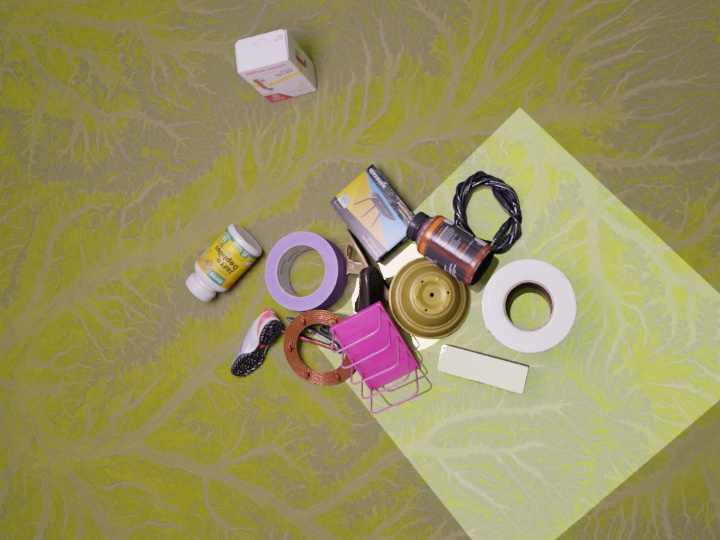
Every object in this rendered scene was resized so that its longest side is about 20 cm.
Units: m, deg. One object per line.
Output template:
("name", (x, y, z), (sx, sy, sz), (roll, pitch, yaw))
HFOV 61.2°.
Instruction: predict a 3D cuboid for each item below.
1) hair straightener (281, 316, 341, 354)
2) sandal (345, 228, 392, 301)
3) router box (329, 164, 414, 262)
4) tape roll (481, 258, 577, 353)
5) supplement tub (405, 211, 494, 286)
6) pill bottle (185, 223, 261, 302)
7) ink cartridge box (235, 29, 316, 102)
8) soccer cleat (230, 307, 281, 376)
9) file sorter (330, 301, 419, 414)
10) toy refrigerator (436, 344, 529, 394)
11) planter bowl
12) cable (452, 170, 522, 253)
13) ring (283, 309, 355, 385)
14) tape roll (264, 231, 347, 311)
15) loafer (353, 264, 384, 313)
("hair straightener", (-0.102, 0.154, 1.548), (0.198, 0.041, 0.078), (19, 89, 18))
("sandal", (-0.001, 0.000, 1.519), (0.069, 0.078, 0.213), (-35, 81, 9))
("router box", (0.040, -0.142, 1.535), (0.149, 0.051, 0.201), (-40, 76, 8))
("tape roll", (0.377, 0.083, 1.362), (0.200, 0.139, 0.205), (-2, 83, 17))
("supplement tub", (0.203, -0.058, 1.413), (0.199, 0.107, 0.107), (35, 94, 20))
("pill bottle", (-0.365, -0.016, 1.610), (0.200, 0.113, 0.113), (-45, 74, 7))
("ink cartridge box", (-0.217, -0.527, 1.583), (0.144, 0.200, 0.084), (-9, 81, 15))
("soccer cleat", (-0.278, 0.189, 1.592), (0.201, 0.068, 0.073), (-55, 40, 15))
("file sorter", (0.035, 0.207, 1.410), (0.138, 0.126, 0.201), (-27, 111, 12))
("toy refrigerator", (0.283, 0.229, 1.406), (0.198, 0.076, 0.071), (13, 87, 17))
("planter bowl", (0.166, 0.060, 1.434), (0.198, 0.083, 0.203), (0, 83, 2))
("cable", (0.303, -0.143, 1.459), (0.161, 0.051, 0.202), (-2, 82, 16))
("ring", (-0.101, 0.196, 1.518), (0.198, 0.019, 0.203), (3, 104, 12))
("tape roll", (-0.138, 0.006, 1.555), (0.198, 0.085, 0.202), (-2, 83, 17))
("loafer", (0.012, 0.080, 1.473), (0.071, 0.073, 0.202), (13, 119, 31))
